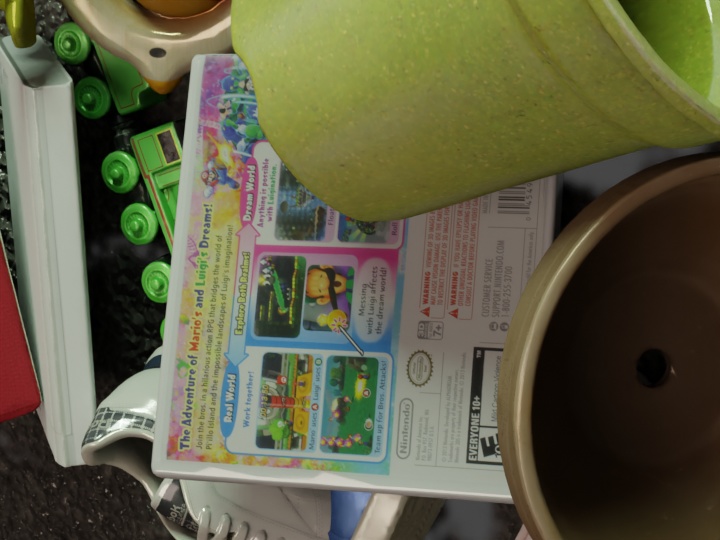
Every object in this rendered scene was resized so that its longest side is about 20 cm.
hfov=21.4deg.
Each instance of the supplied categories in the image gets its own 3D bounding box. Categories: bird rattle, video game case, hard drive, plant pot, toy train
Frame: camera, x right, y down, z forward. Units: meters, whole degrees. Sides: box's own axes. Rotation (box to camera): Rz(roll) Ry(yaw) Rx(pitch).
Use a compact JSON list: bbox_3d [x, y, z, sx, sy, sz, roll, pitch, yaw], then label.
[{"bbox_3d":[-0.099,-0.181,0.927,0.200,0.113,0.163,-40,106,9],"label":"bird rattle"},{"bbox_3d":[0.000,0.000,0.872,0.180,0.024,0.202,2,81,16],"label":"video game case"},{"bbox_3d":[-0.167,-0.014,1.017,0.132,0.026,0.202,-135,40,-65],"label":"hard drive"},{"bbox_3d":[0.141,0.049,0.805,0.093,0.199,0.203,-161,56,-71],"label":"plant pot"},{"bbox_3d":[0.054,-0.110,0.764,0.183,0.200,0.202,-25,92,35],"label":"plant pot"},{"bbox_3d":[-0.103,-0.050,1.000,0.056,0.042,0.202,-18,96,26],"label":"toy train"}]

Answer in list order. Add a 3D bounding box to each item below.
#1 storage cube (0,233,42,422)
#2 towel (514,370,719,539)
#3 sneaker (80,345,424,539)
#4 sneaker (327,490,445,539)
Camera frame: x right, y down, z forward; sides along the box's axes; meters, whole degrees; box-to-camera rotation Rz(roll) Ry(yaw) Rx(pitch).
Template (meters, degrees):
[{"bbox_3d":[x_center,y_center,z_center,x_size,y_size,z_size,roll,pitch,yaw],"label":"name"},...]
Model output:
[{"bbox_3d":[-0.296,0.005,1.027,0.171,0.178,0.202,11,115,64],"label":"storage cube"},{"bbox_3d":[0.160,0.172,0.902,0.199,0.032,0.192,34,123,21],"label":"towel"},{"bbox_3d":[-0.052,0.126,0.983,0.199,0.081,0.077,35,133,6],"label":"sneaker"},{"bbox_3d":[-0.002,0.052,0.931,0.111,0.077,0.202,24,108,21],"label":"sneaker"}]
